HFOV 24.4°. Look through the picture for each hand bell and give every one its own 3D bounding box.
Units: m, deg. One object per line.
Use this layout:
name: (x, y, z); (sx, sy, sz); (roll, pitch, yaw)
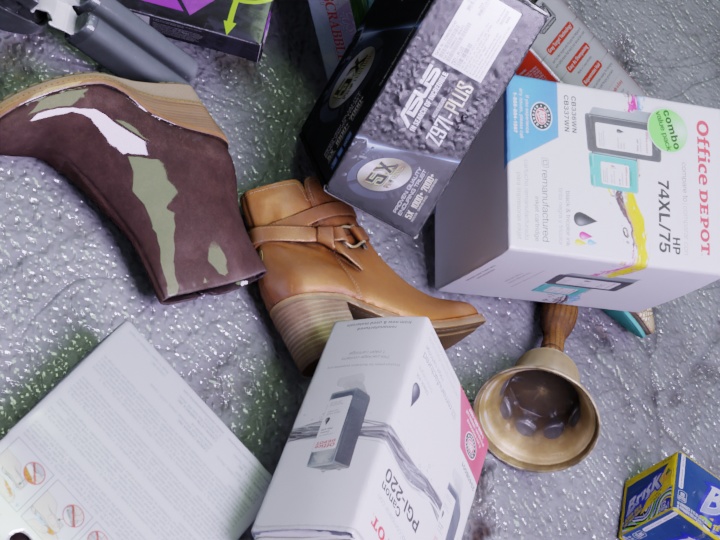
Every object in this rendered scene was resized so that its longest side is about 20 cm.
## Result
hand bell: (0.162, 0.070, 1.410); (0.104, 0.104, 0.200); (42, 32, -11)

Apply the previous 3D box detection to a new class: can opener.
can opener: (-0.210, -0.185, 1.267); (0.199, 0.066, 0.053); (30, 51, -33)

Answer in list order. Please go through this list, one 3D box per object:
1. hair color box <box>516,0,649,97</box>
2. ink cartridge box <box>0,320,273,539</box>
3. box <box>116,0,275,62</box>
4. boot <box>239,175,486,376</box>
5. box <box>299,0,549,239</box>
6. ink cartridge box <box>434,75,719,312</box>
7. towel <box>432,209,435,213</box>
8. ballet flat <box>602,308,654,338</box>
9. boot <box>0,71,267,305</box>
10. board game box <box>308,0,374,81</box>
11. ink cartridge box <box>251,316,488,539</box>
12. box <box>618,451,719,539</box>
hair color box: (0.212, -0.164, 1.603); (0.200, 0.061, 0.102); (48, 44, -7)
ink cartridge box: (-0.167, 0.153, 1.097); (0.160, 0.047, 0.200); (48, 49, -5)
box: (-0.125, -0.278, 1.334); (0.142, 0.036, 0.201); (14, 68, -4)
boot: (0.000, 0.000, 1.321); (0.199, 0.077, 0.156); (-7, 64, -35)
box: (0.044, -0.151, 1.303); (0.086, 0.201, 0.164); (27, 14, -17)
ink cartridge box: (0.180, -0.058, 1.378); (0.199, 0.146, 0.148); (6, 74, -21)
towel: (0.086, -0.153, 1.479); (0.200, 0.024, 0.148); (-39, 115, -48)
ballet flat: (0.201, -0.020, 1.488); (0.200, 0.070, 0.065); (38, 81, -16)
boot: (-0.167, -0.056, 1.205); (0.199, 0.072, 0.167); (-9, 71, -41)
board game box: (0.008, -0.274, 1.430); (0.201, 0.041, 0.200); (-64, 150, -43)
ink cartridge box: (0.012, 0.153, 1.174); (0.146, 0.084, 0.201); (63, 36, -36)
box: (0.317, 0.240, 1.424); (0.199, 0.070, 0.065); (35, 44, -19)
